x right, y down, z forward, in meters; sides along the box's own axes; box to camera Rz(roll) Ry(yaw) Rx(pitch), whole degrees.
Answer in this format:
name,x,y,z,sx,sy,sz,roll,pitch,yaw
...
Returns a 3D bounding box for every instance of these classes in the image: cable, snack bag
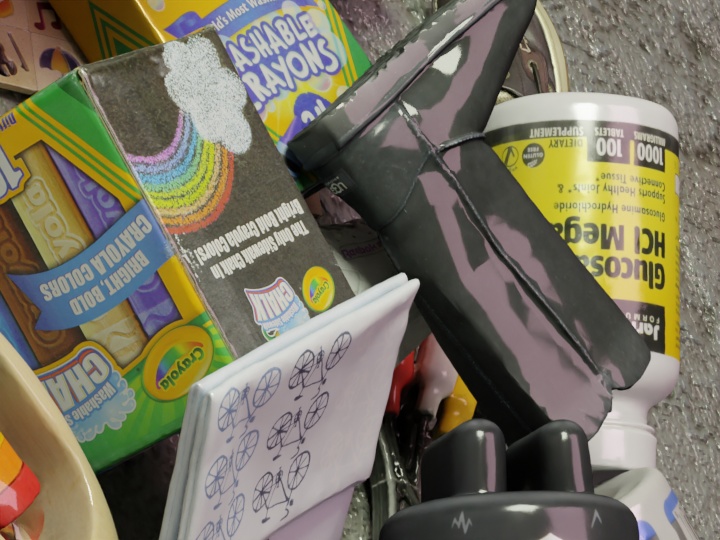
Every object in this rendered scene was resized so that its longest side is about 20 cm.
name,x,y,z,sx,sy,sz,roll,pitch,yaw
cable,0.024,0.091,1.489,0.097,0.050,0.200,36,37,-33
snack bag,-0.041,0.112,1.267,0.021,0.200,0.189,23,23,20

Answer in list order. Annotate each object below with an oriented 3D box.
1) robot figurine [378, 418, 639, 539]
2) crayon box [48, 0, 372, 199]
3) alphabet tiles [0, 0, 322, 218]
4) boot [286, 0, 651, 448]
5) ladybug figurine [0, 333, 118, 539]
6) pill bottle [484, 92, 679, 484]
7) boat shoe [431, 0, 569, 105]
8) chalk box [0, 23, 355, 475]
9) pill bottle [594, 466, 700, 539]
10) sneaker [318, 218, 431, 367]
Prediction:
name,x,y,z,sx,sy,sz,roll,pitch,yaw
robot figurine,0.071,0.170,1.351,0.125,0.150,0.200,29,56,-64
crayon box,-0.077,-0.123,1.447,0.200,0.052,0.126,55,40,2
alphabet tiles,-0.111,-0.116,1.455,0.200,0.008,0.167,12,56,-38
boot,0.079,-0.030,1.439,0.165,0.066,0.200,-43,97,-27
ladybug figurine,-0.172,0.078,1.175,0.200,0.072,0.136,57,24,-10
pill bottle,0.117,0.012,1.600,0.112,0.112,0.200,15,72,-52
boat shoe,0.081,-0.094,1.705,0.065,0.073,0.200,13,55,-59
chalk box,-0.092,0.014,1.307,0.200,0.124,0.125,63,29,0
pill bottle,0.154,0.213,1.527,0.200,0.114,0.114,60,30,-3
sneaker,0.000,0.000,1.456,0.100,0.075,0.200,56,49,-18
